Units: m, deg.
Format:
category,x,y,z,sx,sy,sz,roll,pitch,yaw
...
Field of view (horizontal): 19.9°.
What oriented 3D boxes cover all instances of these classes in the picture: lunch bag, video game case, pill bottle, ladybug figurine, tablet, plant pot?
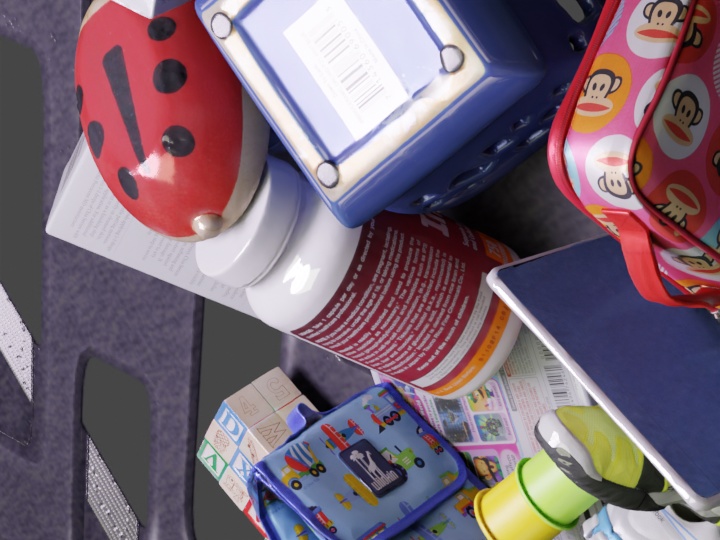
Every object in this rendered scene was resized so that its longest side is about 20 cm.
category,x,y,z,sx,sy,sz,roll,pitch,yaw
lunch bag,0.015,0.175,1.408,0.200,0.150,0.094,52,134,6
lunch bag,0.194,-0.060,1.113,0.082,0.177,0.200,9,160,48
video game case,0.101,0.124,1.432,0.182,0.024,0.201,-8,107,42
pill bottle,0.000,0.000,1.324,0.199,0.113,0.113,24,142,-28
ladybug figurine,-0.125,-0.108,1.285,0.136,0.072,0.201,-39,57,26
tablet,0.179,0.055,1.231,0.200,0.130,0.014,49,136,28
plant pot,0.032,-0.149,1.229,0.200,0.180,0.200,-37,84,34

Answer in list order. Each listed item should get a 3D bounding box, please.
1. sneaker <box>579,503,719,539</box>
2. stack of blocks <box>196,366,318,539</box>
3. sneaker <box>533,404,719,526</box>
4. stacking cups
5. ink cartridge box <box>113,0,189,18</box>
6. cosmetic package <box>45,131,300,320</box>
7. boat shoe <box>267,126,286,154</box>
category,x,y,z,sx,sy,sz,roll,pitch,yaw
sneaker,0.243,0.199,1.323,0.200,0.075,0.087,37,100,5
stack of blocks,-0.034,0.185,1.535,0.200,0.058,0.115,48,143,14
sneaker,0.189,0.102,1.251,0.077,0.199,0.075,-60,40,22
stacking cups,0.161,0.111,1.335,0.200,0.060,0.061,-44,81,26
ink cartridge box,-0.112,-0.275,1.290,0.144,0.200,0.146,29,128,23
cosmetic package,-0.103,-0.043,1.418,0.199,0.071,0.102,23,132,-13
boat shoe,-0.082,-0.151,1.359,0.074,0.068,0.200,-44,59,13
